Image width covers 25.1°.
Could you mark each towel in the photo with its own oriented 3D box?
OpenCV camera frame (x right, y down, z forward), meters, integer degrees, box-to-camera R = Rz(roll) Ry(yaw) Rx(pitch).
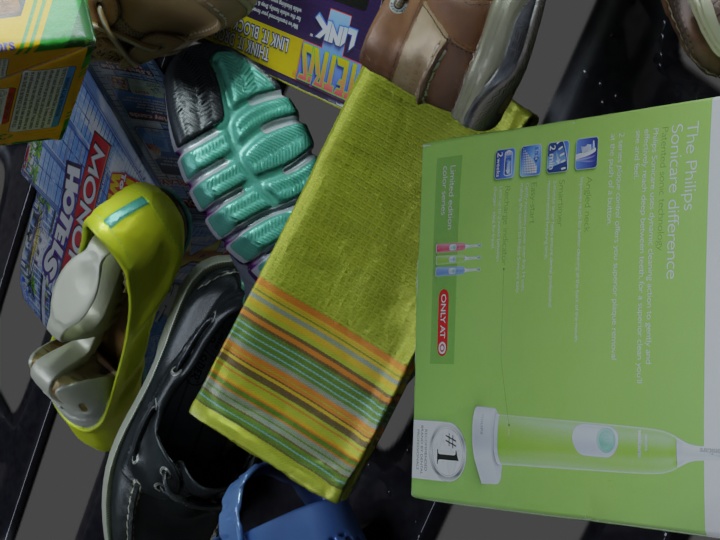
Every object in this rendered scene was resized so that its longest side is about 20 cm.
[{"bbox_3d":[0.000,0.000,0.737,0.085,0.018,0.201,28,98,6],"label":"towel"}]

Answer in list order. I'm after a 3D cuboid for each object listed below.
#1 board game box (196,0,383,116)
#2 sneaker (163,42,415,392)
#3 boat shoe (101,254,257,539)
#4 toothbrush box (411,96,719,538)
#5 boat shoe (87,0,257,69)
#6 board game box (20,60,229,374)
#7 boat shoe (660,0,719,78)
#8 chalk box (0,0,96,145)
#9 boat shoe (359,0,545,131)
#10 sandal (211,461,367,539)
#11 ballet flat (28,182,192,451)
[{"bbox_3d":[-0.013,-0.178,0.818,0.200,0.056,0.167,32,114,52],"label":"board game box"},{"bbox_3d":[-0.051,-0.012,0.807,0.201,0.074,0.088,61,146,10],"label":"sneaker"},{"bbox_3d":[-0.087,0.096,0.878,0.066,0.074,0.201,37,107,62],"label":"boat shoe"},{"bbox_3d":[0.112,0.019,0.600,0.199,0.085,0.147,-5,83,55],"label":"toothbrush box"},{"bbox_3d":[-0.115,-0.133,0.837,0.065,0.071,0.200,-56,24,-11],"label":"boat shoe"},{"bbox_3d":[-0.145,-0.023,0.980,0.200,0.061,0.202,39,117,50],"label":"board game box"},{"bbox_3d":[0.124,-0.155,0.618,0.075,0.074,0.204,-35,48,50],"label":"boat shoe"},{"bbox_3d":[-0.220,-0.172,0.817,0.124,0.123,0.202,135,123,-66],"label":"chalk box"},{"bbox_3d":[0.047,-0.152,0.664,0.076,0.071,0.201,109,177,-56],"label":"boat shoe"},{"bbox_3d":[-0.021,0.151,0.782,0.199,0.079,0.088,18,98,52],"label":"sandal"},{"bbox_3d":[-0.150,0.035,0.896,0.067,0.067,0.201,40,131,19],"label":"ballet flat"}]
